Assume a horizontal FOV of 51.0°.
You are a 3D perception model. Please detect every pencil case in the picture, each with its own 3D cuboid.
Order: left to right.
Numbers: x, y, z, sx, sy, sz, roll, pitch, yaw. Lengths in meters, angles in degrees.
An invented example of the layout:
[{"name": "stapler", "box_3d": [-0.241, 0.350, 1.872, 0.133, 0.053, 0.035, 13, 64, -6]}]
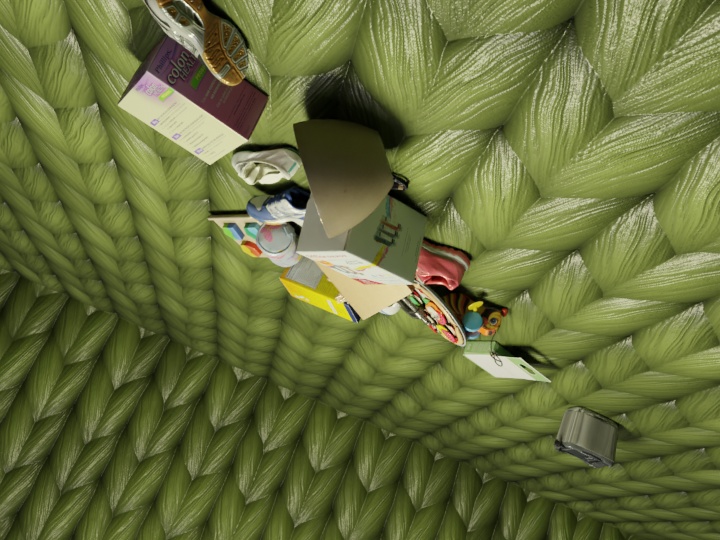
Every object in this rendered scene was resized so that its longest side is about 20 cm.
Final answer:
[{"name": "pencil case", "box_3d": [-0.181, -0.061, 1.737, 0.090, 0.084, 0.200, -10, 172, 2]}]

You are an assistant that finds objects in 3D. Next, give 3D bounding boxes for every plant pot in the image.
[{"name": "plant pot", "box_3d": [-0.020, -0.171, 1.274, 0.134, 0.201, 0.201, -18, 152, 2]}]

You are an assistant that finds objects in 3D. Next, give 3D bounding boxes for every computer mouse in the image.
[{"name": "computer mouse", "box_3d": [-0.003, -0.167, 1.433, 0.199, 0.034, 0.059, 10, 155, 29]}]

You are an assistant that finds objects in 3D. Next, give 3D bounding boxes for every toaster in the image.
[{"name": "toaster", "box_3d": [0.655, 0.483, 2.199, 0.199, 0.130, 0.114, 24, 158, -7]}]

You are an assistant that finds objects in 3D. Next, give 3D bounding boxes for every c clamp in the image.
[{"name": "c clamp", "box_3d": [0.095, 0.058, 1.791, 0.200, 0.027, 0.171, 45, 172, 0]}]

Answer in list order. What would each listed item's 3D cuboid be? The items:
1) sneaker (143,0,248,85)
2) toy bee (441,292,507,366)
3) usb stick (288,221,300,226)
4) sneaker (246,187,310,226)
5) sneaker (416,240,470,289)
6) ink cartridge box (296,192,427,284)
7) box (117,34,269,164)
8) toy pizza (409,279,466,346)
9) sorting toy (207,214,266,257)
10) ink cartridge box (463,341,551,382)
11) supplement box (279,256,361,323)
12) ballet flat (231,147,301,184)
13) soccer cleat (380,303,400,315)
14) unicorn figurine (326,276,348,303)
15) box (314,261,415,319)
[{"name": "sneaker", "box_3d": [-0.252, -0.371, 1.165, 0.087, 0.076, 0.200, 24, 162, 44]}, {"name": "toy bee", "box_3d": [0.284, 0.115, 1.761, 0.200, 0.109, 0.131, 49, 166, 1]}, {"name": "usb stick", "box_3d": [-0.154, -0.124, 1.689, 0.199, 0.033, 0.056, 13, 150, 23]}, {"name": "sneaker", "box_3d": [-0.157, -0.146, 1.606, 0.199, 0.076, 0.088, 7, 144, 19]}, {"name": "sneaker", "box_3d": [0.126, -0.018, 1.586, 0.199, 0.087, 0.074, 17, 158, 14]}, {"name": "ink cartridge box", "box_3d": [0.003, -0.070, 1.459, 0.145, 0.146, 0.199, 0, 161, 46]}, {"name": "box", "box_3d": [-0.295, -0.297, 1.325, 0.199, 0.097, 0.176, 32, 157, -25]}, {"name": "toy pizza", "box_3d": [0.175, 0.106, 1.786, 0.200, 0.032, 0.200, 49, 169, 13]}, {"name": "sorting toy", "box_3d": [-0.267, -0.079, 1.900, 0.184, 0.037, 0.200, 2, 151, 41]}, {"name": "ink cartridge box", "box_3d": [0.390, 0.239, 1.993, 0.145, 0.048, 0.199, 36, 155, -31]}, {"name": "supplement box", "box_3d": [-0.078, 0.030, 1.845, 0.199, 0.109, 0.110, 21, 160, 22]}, {"name": "ballet flat", "box_3d": [-0.200, -0.203, 1.499, 0.199, 0.070, 0.069, 2, 151, 43]}, {"name": "soccer cleat", "box_3d": [0.012, 0.052, 1.908, 0.199, 0.070, 0.086, 18, 151, -4]}, {"name": "unicorn figurine", "box_3d": [-0.011, -0.019, 1.703, 0.137, 0.074, 0.201, 7, 122, 28]}, {"name": "box", "box_3d": [0.000, 0.000, 1.645, 0.163, 0.021, 0.200, -32, 103, 39]}]
